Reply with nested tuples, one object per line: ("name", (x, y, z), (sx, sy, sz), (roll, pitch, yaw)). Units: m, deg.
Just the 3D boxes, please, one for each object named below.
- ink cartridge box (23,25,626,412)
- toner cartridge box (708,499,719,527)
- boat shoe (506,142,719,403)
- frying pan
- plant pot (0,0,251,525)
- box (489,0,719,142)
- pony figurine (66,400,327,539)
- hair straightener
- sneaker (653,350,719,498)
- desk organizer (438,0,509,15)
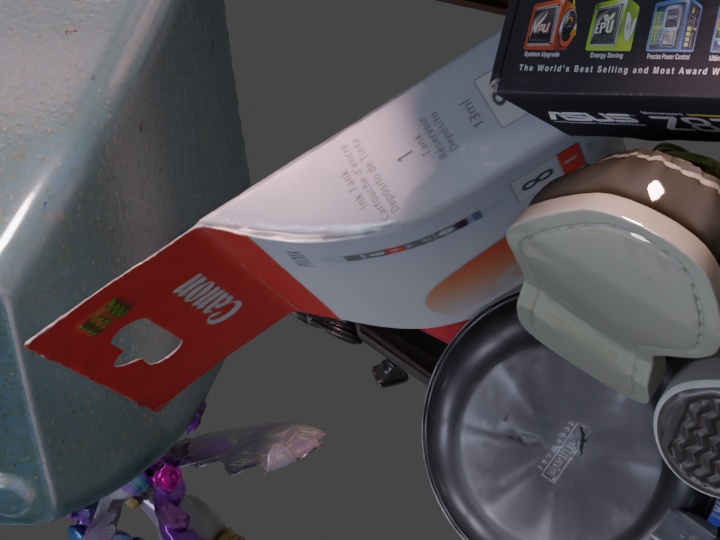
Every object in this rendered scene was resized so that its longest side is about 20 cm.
("ink cartridge box", (0.000, 0.000, 0.798), (0.050, 0.200, 0.162), (55, -178, 15))
("toner cartridge box", (0.190, 0.093, 0.845), (0.200, 0.043, 0.095), (18, 134, 38))
("boat shoe", (0.089, -0.008, 0.724), (0.072, 0.060, 0.202), (34, 171, 7))
("frying pan", (0.095, 0.094, 0.839), (0.115, 0.031, 0.190), (-33, 85, 17))
("plant pot", (-0.160, -0.010, 0.898), (0.195, 0.200, 0.197), (1, 127, 10))
("box", (0.139, -0.115, 0.638), (0.200, 0.162, 0.049), (7, 168, 46))
("pony figurine", (-0.113, 0.090, 1.119), (0.200, 0.166, 0.193), (52, 177, -4))
("hair straightener", (-0.004, 0.022, 1.004), (0.200, 0.041, 0.077), (23, 135, 35))
("sneaker", (0.204, 0.040, 0.766), (0.199, 0.085, 0.073), (8, 123, 24))
("desk organizer", (0.014, -0.150, 0.812), (0.200, 0.072, 0.077), (18, 130, 39))
